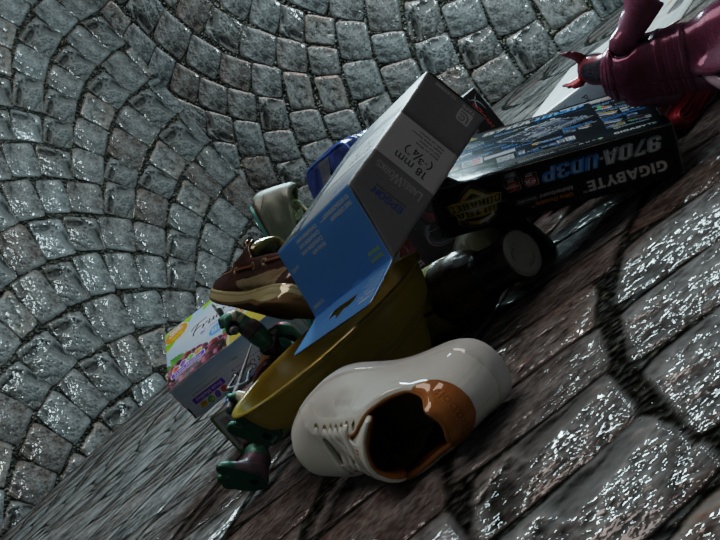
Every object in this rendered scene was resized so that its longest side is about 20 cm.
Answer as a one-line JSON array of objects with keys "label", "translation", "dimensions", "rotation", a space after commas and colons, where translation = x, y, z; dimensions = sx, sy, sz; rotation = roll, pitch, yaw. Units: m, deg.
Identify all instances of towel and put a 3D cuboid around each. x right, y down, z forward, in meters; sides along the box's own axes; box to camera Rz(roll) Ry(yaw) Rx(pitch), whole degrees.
[{"label": "towel", "translation": [0.271, -0.135, 1.114], "dimensions": [0.145, 0.022, 0.200], "rotation": [-47, 7, -40]}]

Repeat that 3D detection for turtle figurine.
[{"label": "turtle figurine", "translation": [-0.093, 0.100, 1.058], "dimensions": [0.101, 0.150, 0.200], "rotation": [-2, 37, 3]}]

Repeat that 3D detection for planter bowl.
[{"label": "planter bowl", "translation": [-0.003, 0.080, 0.914], "dimensions": [0.200, 0.083, 0.200], "rotation": [-40, 6, 5]}]

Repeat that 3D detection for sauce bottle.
[{"label": "sauce bottle", "translation": [0.076, 0.022, 0.966], "dimensions": [0.065, 0.065, 0.200], "rotation": [-44, 9, -39]}]

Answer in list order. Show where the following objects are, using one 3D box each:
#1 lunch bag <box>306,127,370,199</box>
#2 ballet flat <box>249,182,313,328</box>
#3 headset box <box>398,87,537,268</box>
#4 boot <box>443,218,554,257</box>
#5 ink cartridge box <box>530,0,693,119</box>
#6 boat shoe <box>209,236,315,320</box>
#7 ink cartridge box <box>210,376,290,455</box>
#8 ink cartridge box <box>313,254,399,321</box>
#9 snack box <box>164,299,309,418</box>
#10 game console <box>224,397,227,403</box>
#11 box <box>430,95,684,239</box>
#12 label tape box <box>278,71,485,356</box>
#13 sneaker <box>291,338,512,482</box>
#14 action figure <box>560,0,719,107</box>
[{"label": "lunch bag", "translation": [0.030, -0.062, 1.308], "dimensions": [0.132, 0.200, 0.136], "rotation": [-22, -6, -29]}, {"label": "ballet flat", "translation": [-0.046, 0.002, 1.147], "dimensions": [0.064, 0.200, 0.067], "rotation": [-26, -5, 0]}, {"label": "headset box", "translation": [0.084, -0.070, 1.194], "dimensions": [0.200, 0.149, 0.075], "rotation": [-41, 4, -7]}, {"label": "boot", "translation": [0.107, -0.001, 1.043], "dimensions": [0.131, 0.068, 0.200], "rotation": [-52, 5, 8]}, {"label": "ink cartridge box", "translation": [0.260, -0.199, 1.082], "dimensions": [0.200, 0.047, 0.160], "rotation": [-34, 10, 43]}, {"label": "boat shoe", "translation": [-0.083, 0.004, 1.050], "dimensions": [0.200, 0.072, 0.072], "rotation": [-4, 72, 66]}, {"label": "ink cartridge box", "translation": [-0.065, 0.108, 1.240], "dimensions": [0.200, 0.059, 0.104], "rotation": [-44, 7, -37]}, {"label": "ink cartridge box", "translation": [0.000, 0.000, 1.085], "dimensions": [0.048, 0.200, 0.146], "rotation": [6, 24, 18]}, {"label": "snack box", "translation": [-0.126, 0.059, 1.261], "dimensions": [0.200, 0.053, 0.142], "rotation": [-37, 23, 4]}, {"label": "game console", "translation": [-0.106, 0.135, 1.543], "dimensions": [0.200, 0.118, 0.171], "rotation": [-171, 99, -83]}, {"label": "box", "translation": [0.157, -0.094, 0.957], "dimensions": [0.200, 0.046, 0.159], "rotation": [-16, 17, 8]}, {"label": "label tape box", "translation": [0.000, -0.044, 0.887], "dimensions": [0.200, 0.063, 0.144], "rotation": [-57, 10, -32]}, {"label": "sneaker", "translation": [0.003, 0.103, 0.736], "dimensions": [0.200, 0.073, 0.085], "rotation": [-33, 7, 46]}, {"label": "action figure", "translation": [0.249, -0.155, 0.863], "dimensions": [0.200, 0.134, 0.149], "rotation": [-9, 47, 27]}]
